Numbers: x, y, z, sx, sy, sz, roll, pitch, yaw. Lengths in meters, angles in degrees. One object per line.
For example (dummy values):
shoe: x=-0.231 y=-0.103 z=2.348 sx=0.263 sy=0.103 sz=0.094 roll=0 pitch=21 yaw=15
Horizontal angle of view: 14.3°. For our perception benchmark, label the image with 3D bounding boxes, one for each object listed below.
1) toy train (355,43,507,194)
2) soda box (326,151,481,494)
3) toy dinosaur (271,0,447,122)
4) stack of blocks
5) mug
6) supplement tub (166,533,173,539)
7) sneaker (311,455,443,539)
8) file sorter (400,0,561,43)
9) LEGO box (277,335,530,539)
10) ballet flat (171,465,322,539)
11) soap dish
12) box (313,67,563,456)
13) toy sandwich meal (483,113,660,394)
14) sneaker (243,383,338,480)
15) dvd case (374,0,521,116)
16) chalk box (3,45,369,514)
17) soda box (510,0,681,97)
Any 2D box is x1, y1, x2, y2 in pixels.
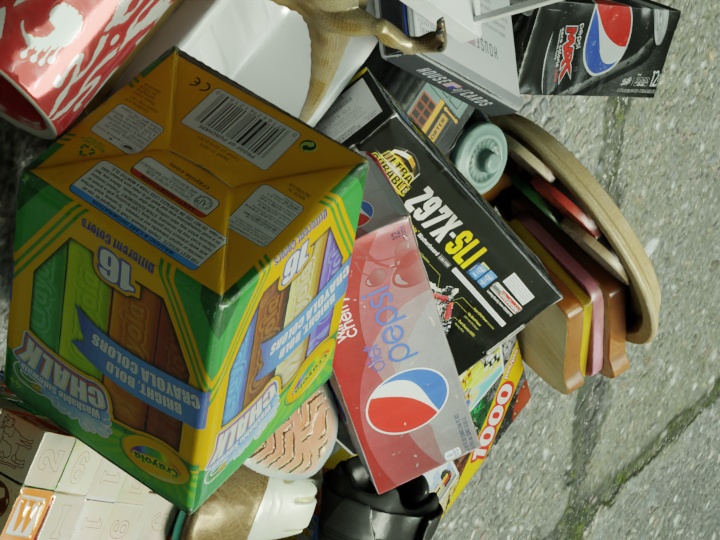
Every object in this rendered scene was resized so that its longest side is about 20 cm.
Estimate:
toy train: x=0.007 y=-0.051 z=1.721 sx=0.200 sy=0.085 sz=0.114 roll=-56 pitch=137 yaw=-11
soda box: x=0.007 y=0.030 z=1.583 sx=0.070 sy=0.064 sz=0.200 roll=-23 pitch=136 yaw=-5
toy dinosaur: x=-0.007 y=-0.138 z=1.444 sx=0.200 sy=0.101 sz=0.058 roll=76 pitch=17 yaw=-64
stack of blocks: x=-0.164 y=0.099 z=1.500 sx=0.200 sy=0.115 sz=0.059 roll=19 pitch=95 yaw=-62
mug: x=-0.143 y=-0.185 z=1.347 sx=0.200 sy=0.177 sz=0.133 roll=-55 pitch=-173 yaw=-11
supplement tub: x=-0.083 y=0.245 z=1.742 sx=0.123 sy=0.122 sz=0.200 roll=-55 pitch=150 yaw=-19
sneaker: x=0.017 y=0.165 z=1.728 sx=0.200 sy=0.076 sz=0.112 roll=14 pitch=93 yaw=-71
file sorter: x=0.067 y=-0.248 z=1.513 sx=0.139 sy=0.124 sz=0.201 roll=27 pitch=56 yaw=-54
LEGO box: x=0.016 y=0.099 z=1.844 sx=0.200 sy=0.077 sz=0.149 roll=-52 pitch=149 yaw=-24
ballet flat: x=-0.058 y=0.117 z=1.653 sx=0.200 sy=0.072 sz=0.068 roll=-74 pitch=-174 yaw=-72
soap dish: x=-0.079 y=-0.118 z=1.512 sx=0.200 sy=0.081 sz=0.158 roll=-53 pitch=150 yaw=-22
box: x=0.000 y=0.000 z=1.634 sx=0.160 sy=0.049 sz=0.200 roll=-39 pitch=134 yaw=7
toy sandwich meal: x=0.112 y=-0.013 z=1.832 sx=0.070 sy=0.205 sz=0.205 roll=-38 pitch=145 yaw=-12
sneaker: x=-0.094 y=0.048 z=1.563 sx=0.200 sy=0.080 sz=0.072 roll=37 pitch=79 yaw=-38
dvd case: x=0.043 y=-0.199 z=1.613 sx=0.150 sy=0.025 sz=0.201 roll=21 pitch=61 yaw=-62
chalk box: x=-0.089 y=0.020 z=1.396 sx=0.124 sy=0.125 sz=0.201 roll=-43 pitch=156 yaw=-39
soda box: x=0.128 y=-0.151 z=1.850 sx=0.200 sy=0.071 sz=0.064 roll=-5 pitch=115 yaw=-58
